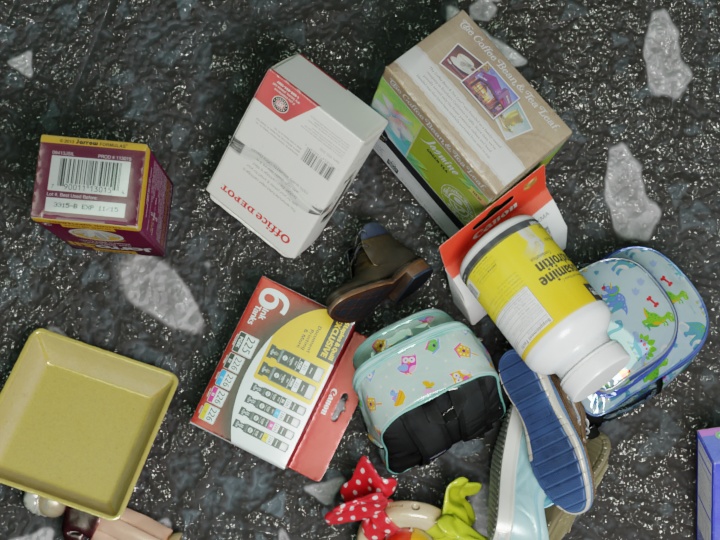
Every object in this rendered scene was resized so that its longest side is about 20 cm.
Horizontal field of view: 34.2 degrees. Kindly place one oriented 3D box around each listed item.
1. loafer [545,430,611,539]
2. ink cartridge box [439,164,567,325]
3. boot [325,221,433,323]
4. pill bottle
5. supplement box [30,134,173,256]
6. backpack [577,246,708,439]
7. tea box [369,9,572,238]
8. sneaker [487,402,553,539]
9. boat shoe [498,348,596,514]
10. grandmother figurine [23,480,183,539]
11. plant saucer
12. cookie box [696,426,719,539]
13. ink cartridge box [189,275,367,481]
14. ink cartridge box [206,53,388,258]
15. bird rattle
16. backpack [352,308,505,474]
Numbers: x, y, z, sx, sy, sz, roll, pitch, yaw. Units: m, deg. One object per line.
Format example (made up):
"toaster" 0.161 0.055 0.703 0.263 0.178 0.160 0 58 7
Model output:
"loafer" 0.238 0.277 1.435 0.076 0.068 0.200 31 66 30
"ink cartridge box" 0.177 -0.026 1.415 0.162 0.200 0.057 -39 73 -5
"boot" 0.000 0.000 1.438 0.097 0.200 0.075 49 123 16
"pill bottle" 0.209 0.044 1.312 0.112 0.112 0.200 -35 69 -5
"supplement box" -0.311 -0.087 1.428 0.130 0.200 0.104 5 81 1
"backpack" 0.314 0.069 1.419 0.199 0.147 0.184 -30 72 -8
"tea box" 0.122 -0.170 1.431 0.133 0.197 0.200 -38 82 -18
"sneaker" 0.200 0.246 1.394 0.081 0.074 0.201 15 53 -3
"boat shoe" 0.232 0.179 1.354 0.072 0.072 0.201 -28 76 41
"grandmother figurine" -0.319 0.307 1.439 0.199 0.061 0.122 23 73 1
"plant saucer" -0.348 0.193 1.438 0.199 0.049 0.201 18 60 4
"cookie box" 0.488 0.279 1.382 0.170 0.075 0.201 -7 114 -1
"ink cartridge box" -0.086 0.137 1.450 0.175 0.084 0.201 25 82 3
"ink cartridge box" -0.081 -0.139 1.443 0.146 0.083 0.200 38 125 6
"bird rattle" 0.055 0.318 1.395 0.198 0.113 0.164 2 122 -7
"backpack" 0.076 0.136 1.390 0.175 0.200 0.154 -24 71 -2
